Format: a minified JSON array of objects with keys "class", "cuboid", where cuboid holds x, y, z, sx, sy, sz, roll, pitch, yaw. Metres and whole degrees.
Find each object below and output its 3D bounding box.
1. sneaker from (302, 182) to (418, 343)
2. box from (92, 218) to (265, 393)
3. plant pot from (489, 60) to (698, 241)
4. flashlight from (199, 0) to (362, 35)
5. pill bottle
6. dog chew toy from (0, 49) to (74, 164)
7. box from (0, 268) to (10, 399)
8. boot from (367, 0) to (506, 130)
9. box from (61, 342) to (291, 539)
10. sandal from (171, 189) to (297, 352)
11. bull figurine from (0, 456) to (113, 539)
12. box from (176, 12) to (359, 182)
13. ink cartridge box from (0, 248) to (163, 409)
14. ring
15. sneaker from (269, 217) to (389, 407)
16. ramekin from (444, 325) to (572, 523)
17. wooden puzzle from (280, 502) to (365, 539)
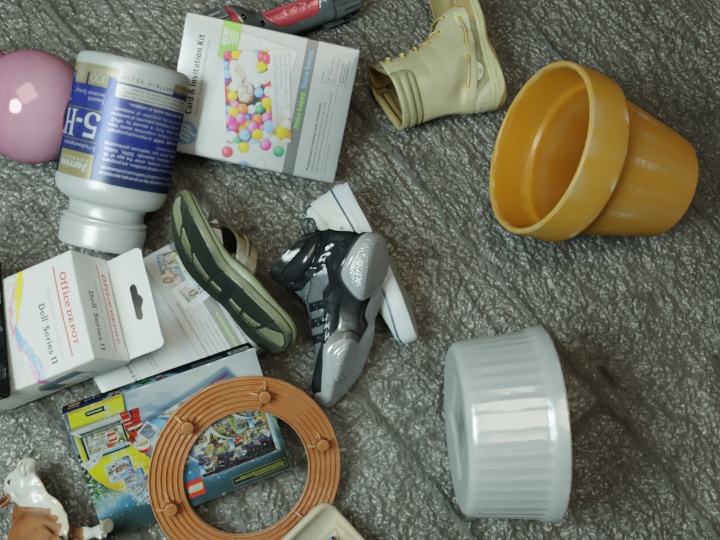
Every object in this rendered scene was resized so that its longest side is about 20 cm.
[{"class":"sneaker","cuboid":[0.000,0.000,1.027,0.071,0.073,0.200,-28,76,6]},{"class":"box","cuboid":[-0.206,0.057,0.981,0.200,0.041,0.156,-30,79,-18]},{"class":"plant pot","cuboid":[0.280,-0.120,1.050,0.183,0.200,0.201,14,70,-22]},{"class":"flashlight","cuboid":[-0.098,-0.317,1.105,0.200,0.068,0.068,-27,83,-15]},{"class":"pill bottle","cuboid":[-0.260,-0.123,0.965,0.119,0.120,0.200,12,95,-5]},{"class":"dog chew toy","cuboid":[-0.407,-0.191,0.990,0.200,0.125,0.125,14,70,3]},{"class":"box","cuboid":[-0.457,0.067,0.854,0.200,0.124,0.149,-16,72,15]},{"class":"boot","cuboid":[0.079,-0.276,1.118,0.155,0.073,0.200,-16,81,-17]},{"class":"box","cuboid":[-0.186,0.171,0.922,0.200,0.038,0.137,-18,100,-15]},{"class":"sandal","cuboid":[-0.133,-0.001,0.959,0.057,0.080,0.201,-38,88,-36]},{"class":"bull figurine","cuboid":[-0.306,0.283,0.867,0.121,0.065,0.201,-4,77,34]},{"class":"box","cuboid":[-0.113,-0.198,1.038,0.200,0.041,0.156,12,98,-4]},{"class":"ink cartridge box","cuboid":[-0.308,0.056,0.906,0.200,0.067,0.117,-22,75,15]},{"class":"ring","cuboid":[-0.115,0.208,0.918,0.200,0.019,0.201,-2,97,-18]},{"class":"sneaker","cuboid":[-0.043,0.042,0.982,0.114,0.075,0.200,21,106,24]},{"class":"ramekin","cuboid":[0.145,0.160,0.927,0.097,0.201,0.201,-4,73,-2]},{"class":"wooden puzzle","cuboid":[-0.034,0.365,0.894,0.185,0.046,0.200,-43,84,-10]}]
